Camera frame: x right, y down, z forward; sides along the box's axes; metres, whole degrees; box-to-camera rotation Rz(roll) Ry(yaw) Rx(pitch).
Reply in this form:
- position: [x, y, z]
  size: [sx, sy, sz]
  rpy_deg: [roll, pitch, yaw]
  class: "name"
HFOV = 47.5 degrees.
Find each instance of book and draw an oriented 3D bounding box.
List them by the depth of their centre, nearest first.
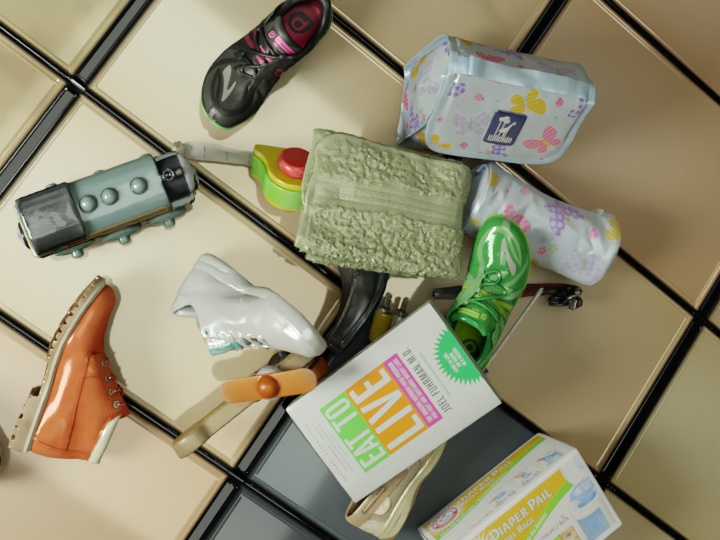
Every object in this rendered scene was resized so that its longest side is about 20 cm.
- position: [0.037, 0.145, 0.905]
  size: [0.199, 0.048, 0.134]
  rpy_deg: [-37, 88, 10]
  class: "book"

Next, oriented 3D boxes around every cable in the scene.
- position: [0.023, 0.130, 0.971]
  size: [0.097, 0.050, 0.201]
  rpy_deg: [29, 95, -23]
  class: "cable"

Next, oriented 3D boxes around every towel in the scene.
- position: [0.029, -0.069, 0.903]
  size: [0.198, 0.036, 0.150]
  rpy_deg: [10, 80, -19]
  class: "towel"

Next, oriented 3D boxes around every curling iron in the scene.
- position: [0.183, 0.027, 0.997]
  size: [0.197, 0.050, 0.026]
  rpy_deg: [3, 104, -12]
  class: "curling iron"

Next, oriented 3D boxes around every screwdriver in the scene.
- position: [0.159, 0.104, 0.979]
  size: [0.028, 0.029, 0.201]
  rpy_deg: [35, 98, -7]
  class: "screwdriver"

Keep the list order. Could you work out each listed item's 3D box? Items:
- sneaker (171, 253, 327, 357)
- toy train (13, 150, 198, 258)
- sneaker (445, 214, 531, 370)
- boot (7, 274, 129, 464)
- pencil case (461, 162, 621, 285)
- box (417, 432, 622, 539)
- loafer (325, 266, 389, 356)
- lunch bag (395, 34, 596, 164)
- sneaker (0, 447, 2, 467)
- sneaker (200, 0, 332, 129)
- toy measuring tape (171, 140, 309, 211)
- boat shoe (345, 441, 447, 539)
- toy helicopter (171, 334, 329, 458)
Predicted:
- position: [-0.122, 0.059, 0.865]
  size: [0.089, 0.199, 0.075]
  rpy_deg: [-53, 142, -15]
  class: "sneaker"
- position: [-0.263, -0.070, 0.857]
  size: [0.198, 0.114, 0.086]
  rpy_deg: [-21, 95, -12]
  class: "toy train"
- position: [0.142, 0.038, 0.926]
  size: [0.073, 0.084, 0.202]
  rpy_deg: [17, 101, 13]
  class: "sneaker"
- position: [-0.288, 0.109, 0.876]
  size: [0.106, 0.075, 0.202]
  rpy_deg: [21, 93, -15]
  class: "boot"
- position: [0.213, -0.055, 0.983]
  size: [0.198, 0.083, 0.092]
  rpy_deg: [21, 106, -11]
  class: "pencil case"
- position: [0.184, 0.302, 0.965]
  size: [0.199, 0.101, 0.113]
  rpy_deg: [-35, 97, -11]
  class: "box"
- position: [0.000, 0.000, 0.946]
  size: [0.072, 0.073, 0.202]
  rpy_deg: [27, 74, -3]
  class: "loafer"
- position: [0.142, -0.184, 0.910]
  size: [0.167, 0.200, 0.129]
  rpy_deg: [7, 87, -14]
  class: "lunch bag"
- position: [-0.436, 0.140, 0.829]
  size: [0.077, 0.085, 0.201]
  rpy_deg: [-39, 98, -11]
  class: "sneaker"
- position: [-0.106, -0.244, 0.911]
  size: [0.077, 0.084, 0.201]
  rpy_deg: [40, 81, -9]
  class: "sneaker"
- position: [-0.113, -0.105, 0.914]
  size: [0.197, 0.074, 0.075]
  rpy_deg: [6, 88, -11]
  class: "toy measuring tape"
- position: [0.049, 0.212, 0.950]
  size: [0.064, 0.071, 0.202]
  rpy_deg: [27, 85, -12]
  class: "boat shoe"
- position: [-0.117, 0.134, 0.880]
  size: [0.199, 0.132, 0.079]
  rpy_deg: [-38, 98, -11]
  class: "toy helicopter"
